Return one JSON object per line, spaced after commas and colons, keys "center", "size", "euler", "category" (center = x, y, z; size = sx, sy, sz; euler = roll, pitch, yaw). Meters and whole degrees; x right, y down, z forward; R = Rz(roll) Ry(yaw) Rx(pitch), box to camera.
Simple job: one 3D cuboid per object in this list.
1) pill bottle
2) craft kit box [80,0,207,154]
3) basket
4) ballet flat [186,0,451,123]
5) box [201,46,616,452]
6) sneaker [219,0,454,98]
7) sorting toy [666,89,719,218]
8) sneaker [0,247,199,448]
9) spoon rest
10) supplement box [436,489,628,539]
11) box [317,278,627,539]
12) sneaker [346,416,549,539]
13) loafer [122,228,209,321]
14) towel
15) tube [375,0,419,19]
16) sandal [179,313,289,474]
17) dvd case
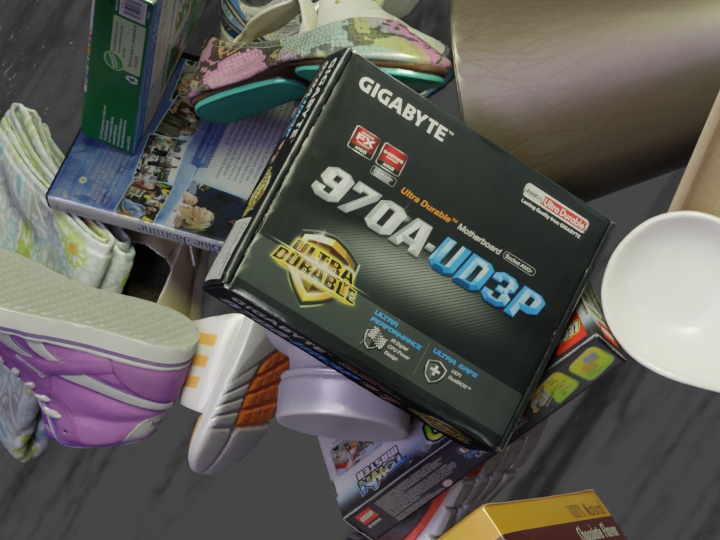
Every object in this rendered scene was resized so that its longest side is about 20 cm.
{"center": [0.000, 0.000, 1.328], "size": [0.111, 0.111, 0.200], "euler": [-1, 74, 25], "category": "pill bottle"}
{"center": [-0.120, -0.204, 1.389], "size": [0.049, 0.200, 0.198], "euler": [25, 63, 1], "category": "craft kit box"}
{"center": [0.173, -0.128, 1.321], "size": [0.200, 0.136, 0.180], "euler": [-9, 81, 21], "category": "basket"}
{"center": [-0.030, -0.140, 1.347], "size": [0.200, 0.069, 0.071], "euler": [-6, 75, 40], "category": "ballet flat"}
{"center": [0.030, -0.009, 1.250], "size": [0.200, 0.046, 0.159], "euler": [32, 76, -18], "category": "box"}
{"center": [-0.024, -0.160, 1.409], "size": [0.200, 0.077, 0.085], "euler": [20, 135, 37], "category": "sneaker"}
{"center": [0.287, -0.029, 1.256], "size": [0.200, 0.036, 0.185], "euler": [31, 138, 14], "category": "sorting toy"}
{"center": [-0.218, 0.059, 1.419], "size": [0.200, 0.073, 0.114], "euler": [21, 120, -7], "category": "sneaker"}
{"center": [0.234, 0.045, 1.277], "size": [0.200, 0.061, 0.099], "euler": [37, 100, 3], "category": "spoon rest"}
{"center": [0.115, 0.253, 1.286], "size": [0.133, 0.197, 0.200], "euler": [-40, 72, 18], "category": "supplement box"}
{"center": [0.062, 0.069, 1.343], "size": [0.200, 0.035, 0.110], "euler": [-37, 41, 16], "category": "box"}
{"center": [0.051, 0.120, 1.395], "size": [0.082, 0.077, 0.200], "euler": [37, 102, 29], "category": "sneaker"}
{"center": [-0.143, -0.026, 1.497], "size": [0.076, 0.068, 0.200], "euler": [-2, 86, 25], "category": "loafer"}
{"center": [-0.243, 0.007, 1.514], "size": [0.171, 0.048, 0.200], "euler": [51, 126, 35], "category": "towel"}
{"center": [-0.035, -0.248, 1.468], "size": [0.200, 0.052, 0.058], "euler": [43, 100, 21], "category": "tube"}
{"center": [-0.079, 0.037, 1.464], "size": [0.059, 0.079, 0.207], "euler": [20, 87, 26], "category": "sandal"}
{"center": [-0.092, -0.077, 1.442], "size": [0.200, 0.018, 0.143], "euler": [15, 59, 13], "category": "dvd case"}
